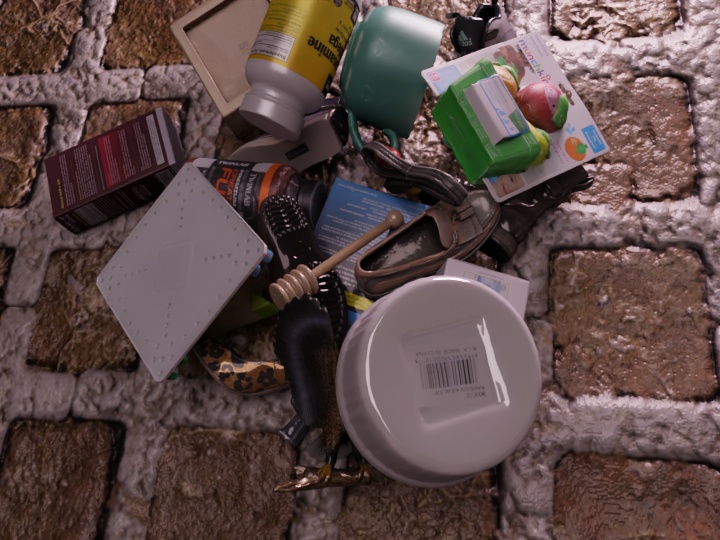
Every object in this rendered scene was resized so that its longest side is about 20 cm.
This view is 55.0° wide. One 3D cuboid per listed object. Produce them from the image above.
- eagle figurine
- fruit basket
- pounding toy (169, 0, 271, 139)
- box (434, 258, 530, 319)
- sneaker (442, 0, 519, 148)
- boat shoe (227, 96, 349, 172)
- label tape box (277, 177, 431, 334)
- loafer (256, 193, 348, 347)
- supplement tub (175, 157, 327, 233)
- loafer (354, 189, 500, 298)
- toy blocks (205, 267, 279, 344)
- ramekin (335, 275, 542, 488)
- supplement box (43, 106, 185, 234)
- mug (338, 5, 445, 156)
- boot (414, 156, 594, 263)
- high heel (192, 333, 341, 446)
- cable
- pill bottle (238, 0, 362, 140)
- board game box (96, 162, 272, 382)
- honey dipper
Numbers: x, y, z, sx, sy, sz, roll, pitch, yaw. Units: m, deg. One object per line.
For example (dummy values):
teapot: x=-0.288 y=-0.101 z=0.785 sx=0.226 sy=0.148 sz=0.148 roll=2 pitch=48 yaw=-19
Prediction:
eagle figurine: x=-0.014 y=0.136 z=0.766 sx=0.148 sy=0.151 sz=0.205 roll=-6 pitch=77 yaw=28
fruit basket: x=0.195 y=-0.196 z=0.841 sx=0.197 sy=0.094 sz=0.188 roll=-25 pitch=80 yaw=-19
pounding toy: x=-0.161 y=-0.334 z=1.027 sx=0.182 sy=0.142 sz=0.202 roll=-32 pitch=83 yaw=-2
box: x=0.111 y=0.108 z=0.782 sx=0.099 sy=0.113 sz=0.204 roll=16 pitch=71 yaw=-3
sneaker: x=0.141 y=-0.274 z=0.914 sx=0.077 sy=0.140 sz=0.203 roll=9 pitch=62 yaw=39
boat shoe: x=-0.098 y=-0.180 z=0.987 sx=0.196 sy=0.076 sz=0.094 roll=-15 pitch=30 yaw=22
label tape box: x=0.000 y=0.000 z=0.888 sx=0.141 sy=0.063 sz=0.204 roll=18 pitch=77 yaw=19
loafer: x=-0.073 y=0.009 z=0.840 sx=0.072 sy=0.071 sz=0.204 roll=-13 pitch=75 yaw=-26
supplement tub: x=-0.146 y=-0.093 z=0.934 sx=0.195 sy=0.107 sz=0.109 roll=6 pitch=70 yaw=15
loafer: x=0.080 y=-0.035 z=0.815 sx=0.197 sy=0.063 sz=0.073 roll=-32 pitch=69 yaw=-1
toy blocks: x=-0.204 y=0.016 z=0.911 sx=0.196 sy=0.100 sz=0.140 roll=-21 pitch=57 yaw=22
ramekin: x=0.077 y=0.103 z=0.669 sx=0.195 sy=0.098 sz=0.206 roll=3 pitch=73 yaw=-8
supplement box: x=-0.361 y=-0.147 z=1.028 sx=0.196 sy=0.061 sz=0.111 roll=-22 pitch=65 yaw=2
mug: x=0.032 y=-0.255 z=0.915 sx=0.112 sy=0.153 sz=0.188 roll=19 pitch=58 yaw=-1
boot: x=0.180 y=-0.120 z=0.903 sx=0.199 sy=0.070 sz=0.174 roll=39 pitch=76 yaw=19
high heel: x=-0.109 y=0.099 z=0.864 sx=0.199 sy=0.071 sz=0.144 roll=38 pitch=86 yaw=6
cable: x=0.063 y=-0.122 z=0.817 sx=0.050 sy=0.199 sz=0.097 roll=-45 pitch=109 yaw=-12
pill bottle: x=-0.081 y=-0.279 z=0.890 sx=0.110 sy=0.112 sz=0.204 roll=20 pitch=87 yaw=19
board game box: x=-0.219 y=-0.002 z=0.842 sx=0.201 sy=0.026 sz=0.200 roll=-50 pitch=56 yaw=5
honey dipper: x=-0.021 y=-0.020 z=0.809 sx=0.038 sy=0.038 sz=0.199 roll=40 pitch=59 yaw=23
